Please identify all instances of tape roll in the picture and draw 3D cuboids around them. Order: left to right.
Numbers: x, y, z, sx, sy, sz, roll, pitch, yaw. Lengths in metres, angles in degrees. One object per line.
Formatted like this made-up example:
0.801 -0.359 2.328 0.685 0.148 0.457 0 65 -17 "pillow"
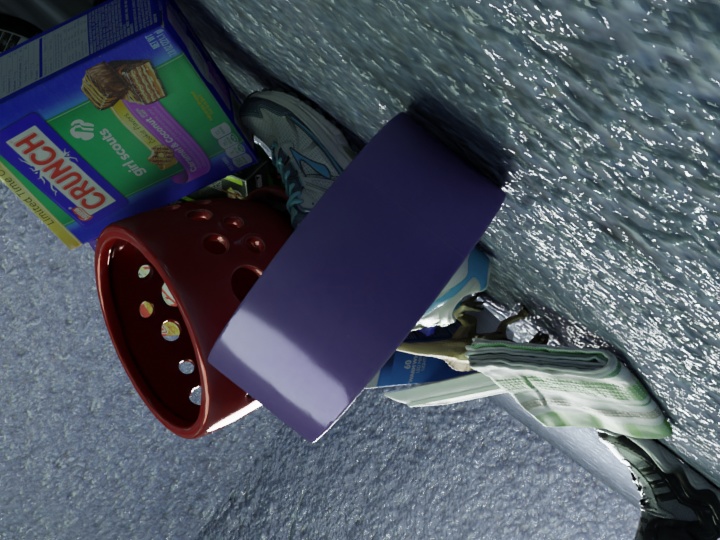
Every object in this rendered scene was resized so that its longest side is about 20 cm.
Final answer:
-0.002 0.004 0.607 0.085 0.200 0.200 39 176 1 "tape roll"

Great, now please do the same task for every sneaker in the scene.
-0.039 -0.077 0.808 0.200 0.086 0.078 38 168 18 "sneaker"
0.046 0.029 0.896 0.081 0.077 0.200 23 149 -13 "sneaker"
0.354 0.277 1.174 0.200 0.114 0.075 38 176 11 "sneaker"

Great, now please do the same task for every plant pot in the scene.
-0.118 0.025 0.870 0.200 0.182 0.201 31 133 39 "plant pot"

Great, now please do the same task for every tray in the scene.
0.132 0.129 1.067 0.107 0.022 0.200 5 162 -45 "tray"

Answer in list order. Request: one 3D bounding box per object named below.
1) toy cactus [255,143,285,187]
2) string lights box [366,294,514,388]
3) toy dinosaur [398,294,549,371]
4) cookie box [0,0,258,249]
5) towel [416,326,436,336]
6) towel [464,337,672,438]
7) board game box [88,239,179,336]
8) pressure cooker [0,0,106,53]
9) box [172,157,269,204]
-0.114 -0.129 1.136 0.165 0.103 0.200 19 -176 -30 "toy cactus"
0.061 0.077 1.090 0.199 0.059 0.103 -3 -153 -26 "string lights box"
0.110 0.076 0.963 0.199 0.058 0.101 3 145 -13 "toy dinosaur"
-0.217 -0.129 0.833 0.171 0.199 0.075 56 -166 -47 "cookie box"
0.000 0.000 0.991 0.199 0.050 0.148 22 148 5 "towel"
0.204 0.121 0.922 0.149 0.031 0.200 3 155 36 "towel"
-0.201 0.003 1.087 0.200 0.046 0.152 -6 125 43 "board game box"
-0.267 -0.195 0.944 0.200 0.179 0.176 41 171 32 "pressure cooker"
-0.192 -0.070 1.082 0.200 0.048 0.194 22 136 21 "box"
